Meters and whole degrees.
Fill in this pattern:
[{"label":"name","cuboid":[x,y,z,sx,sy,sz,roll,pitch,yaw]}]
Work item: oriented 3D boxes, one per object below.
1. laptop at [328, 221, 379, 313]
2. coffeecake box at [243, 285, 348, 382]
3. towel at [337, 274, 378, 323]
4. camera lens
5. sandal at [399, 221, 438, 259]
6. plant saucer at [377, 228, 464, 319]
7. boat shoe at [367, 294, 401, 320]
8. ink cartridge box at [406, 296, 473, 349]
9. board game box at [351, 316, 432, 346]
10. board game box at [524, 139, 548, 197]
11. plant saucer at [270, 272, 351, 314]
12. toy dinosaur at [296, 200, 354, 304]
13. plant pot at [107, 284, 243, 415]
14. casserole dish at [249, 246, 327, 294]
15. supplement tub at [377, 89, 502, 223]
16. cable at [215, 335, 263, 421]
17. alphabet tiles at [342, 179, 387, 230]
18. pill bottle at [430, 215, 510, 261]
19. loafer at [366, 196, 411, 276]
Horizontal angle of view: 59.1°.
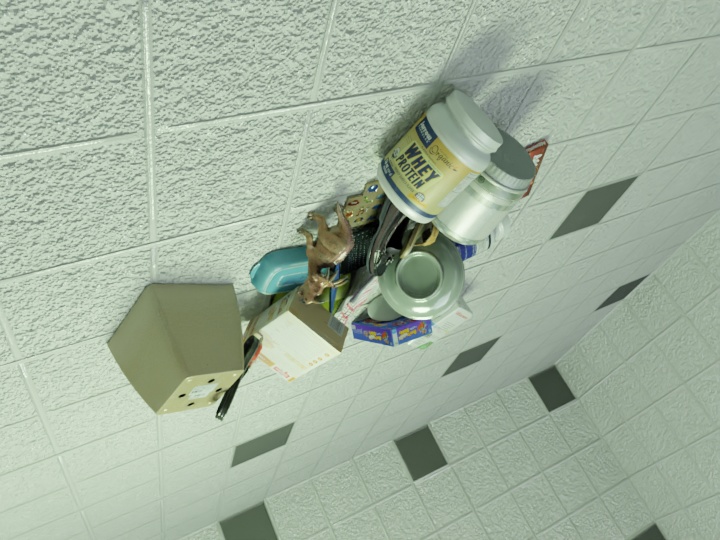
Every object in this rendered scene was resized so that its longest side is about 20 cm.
[{"label":"laptop","cuboid":[0.000,0.000,1.383,0.196,0.105,0.178,-23,158,-14]},{"label":"coffeecake box","cuboid":[-0.147,0.145,1.389,0.153,0.074,0.199,40,133,-20]},{"label":"towel","cuboid":[0.000,0.069,1.509,0.147,0.030,0.201,-49,176,-29]},{"label":"camera lens","cuboid":[0.233,-0.165,1.272,0.157,0.162,0.201,-8,148,-39]},{"label":"sandal","cuboid":[0.146,-0.089,1.353,0.200,0.054,0.081,-47,169,-43]},{"label":"plant saucer","cuboid":[0.131,0.009,1.397,0.198,0.202,0.050,-34,176,11]},{"label":"boat shoe","cuboid":[0.111,0.091,1.722,0.195,0.072,0.064,-15,171,-9]},{"label":"ink cartridge box","cuboid":[0.229,0.147,1.945,0.198,0.085,0.144,-37,155,14]},{"label":"board game box","cuboid":[0.082,0.155,1.712,0.132,0.046,0.199,-14,-172,-30]},{"label":"board game box","cuboid":[0.374,-0.220,1.496,0.101,0.020,0.201,-27,155,-12]},{"label":"plant saucer","cuboid":[-0.125,0.097,1.502,0.197,0.048,0.201,-13,150,-34]},{"label":"toy dinosaur","cuboid":[-0.055,-0.038,1.219,0.085,0.137,0.201,-4,144,-43]},{"label":"plant pot","cuboid":[-0.338,0.160,1.226,0.197,0.179,0.200,2,142,-49]},{"label":"casserole dish","cuboid":[-0.136,0.002,1.323,0.197,0.039,0.122,-11,149,-39]},{"label":"supplement tub","cuboid":[0.139,-0.200,1.121,0.200,0.146,0.143,-44,152,28]},{"label":"cable","cuboid":[-0.238,0.213,1.294,0.050,0.202,0.097,30,127,-20]},{"label":"alphabet tiles","cuboid":[0.045,-0.135,1.305,0.196,0.008,0.168,-16,152,-28]},{"label":"pill bottle","cuboid":[0.244,-0.087,1.485,0.196,0.117,0.116,-24,155,-13]},{"label":"loafer","cuboid":[0.063,-0.065,1.302,0.071,0.062,0.203,-30,143,-47]}]
